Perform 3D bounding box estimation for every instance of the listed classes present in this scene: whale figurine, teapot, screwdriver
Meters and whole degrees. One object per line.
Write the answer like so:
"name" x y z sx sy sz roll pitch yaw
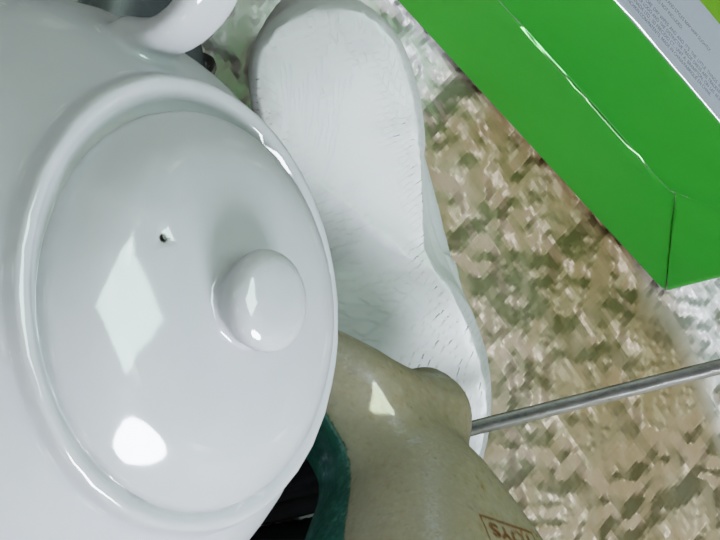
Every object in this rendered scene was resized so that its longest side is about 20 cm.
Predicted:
"whale figurine" 0.012 0.119 0.846 0.159 0.104 0.201 21 44 -49
"teapot" -0.074 0.008 0.769 0.200 0.146 0.198 57 47 -25
"screwdriver" 0.031 0.053 0.926 0.199 0.029 0.028 -14 82 1

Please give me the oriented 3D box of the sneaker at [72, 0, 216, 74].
"sneaker" -0.075 -0.073 0.924 0.106 0.075 0.201 27 73 -37

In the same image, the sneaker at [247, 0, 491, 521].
"sneaker" 0.000 0.000 0.968 0.075 0.089 0.201 -6 104 -4

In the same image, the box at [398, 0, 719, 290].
"box" 0.121 -0.128 1.070 0.200 0.097 0.177 45 56 -22

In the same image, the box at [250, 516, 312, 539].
"box" -0.013 0.198 0.904 0.141 0.079 0.200 46 57 -24
